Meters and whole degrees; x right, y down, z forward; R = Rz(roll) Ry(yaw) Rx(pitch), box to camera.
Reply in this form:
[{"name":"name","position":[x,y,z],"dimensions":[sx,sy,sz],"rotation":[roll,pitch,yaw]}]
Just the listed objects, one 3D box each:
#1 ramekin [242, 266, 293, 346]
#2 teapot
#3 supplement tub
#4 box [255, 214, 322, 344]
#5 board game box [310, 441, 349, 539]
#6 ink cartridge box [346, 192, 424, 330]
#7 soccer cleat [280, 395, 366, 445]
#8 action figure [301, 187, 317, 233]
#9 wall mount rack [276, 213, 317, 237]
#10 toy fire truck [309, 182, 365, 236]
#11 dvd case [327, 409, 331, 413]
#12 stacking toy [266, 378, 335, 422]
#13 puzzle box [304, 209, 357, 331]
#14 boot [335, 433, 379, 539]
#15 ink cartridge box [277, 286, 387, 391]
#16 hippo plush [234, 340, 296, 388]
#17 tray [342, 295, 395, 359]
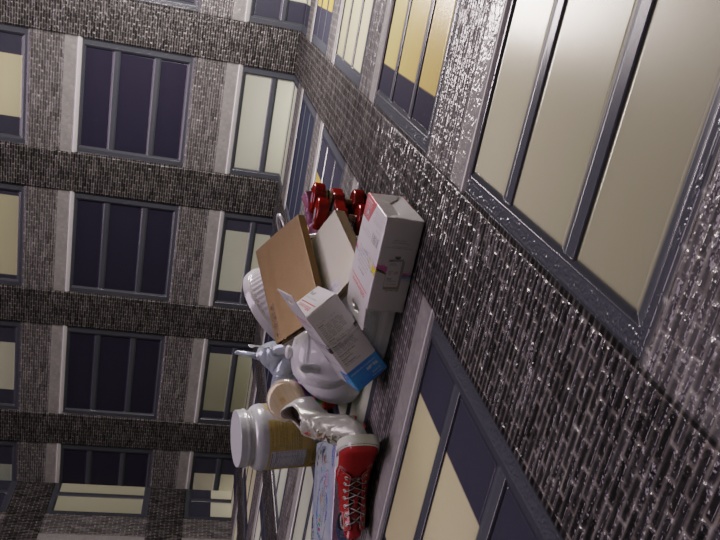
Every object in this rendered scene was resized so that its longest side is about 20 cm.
[{"name":"ramekin","position":[-0.156,0.061,1.643],"dimensions":[0.105,0.200,0.200],"rotation":[-34,32,15]},{"name":"teapot","position":[-0.074,0.167,1.449],"dimensions":[0.200,0.145,0.198],"rotation":[120,154,-58]},{"name":"supplement tub","position":[-0.176,0.364,1.634],"dimensions":[0.145,0.199,0.146],"rotation":[-179,90,-69]},{"name":"box","position":[-0.132,0.019,1.405],"dimensions":[0.163,0.021,0.201],"rotation":[-35,63,44]},{"name":"board game box","position":[-0.054,0.433,1.453],"dimensions":[0.199,0.043,0.201],"rotation":[129,145,-68]},{"name":"ink cartridge box","position":[0.036,-0.012,1.210],"dimensions":[0.117,0.067,0.201],"rotation":[-119,38,-60]},{"name":"soccer cleat","position":[-0.065,0.287,1.353],"dimensions":[0.200,0.077,0.070],"rotation":[18,116,45]},{"name":"action figure","position":[-0.099,-0.089,1.719],"dimensions":[0.149,0.133,0.201],"rotation":[114,161,-56]},{"name":"wall mount rack","position":[-0.105,-0.020,1.472],"dimensions":[0.174,0.074,0.201],"rotation":[-153,49,-66]},{"name":"toy fire truck","position":[-0.056,-0.084,1.564],"dimensions":[0.200,0.112,0.169],"rotation":[-105,26,-62]},{"name":"dvd case","position":[-0.085,0.259,1.742],"dimensions":[0.200,0.016,0.149],"rotation":[-103,22,-56]},{"name":"stacking toy","position":[-0.110,0.264,1.540],"dimensions":[0.200,0.085,0.086],"rotation":[12,-97,-65]},{"name":"puzzle box","position":[-0.067,0.003,1.367],"dimensions":[0.200,0.025,0.133],"rotation":[-48,54,37]},{"name":"boot","position":[-0.006,0.360,1.227],"dimensions":[0.200,0.072,0.145],"rotation":[101,169,-57]},{"name":"ink cartridge box","position":[-0.050,0.097,1.259],"dimensions":[0.200,0.068,0.116],"rotation":[56,167,-15]},{"name":"hippo plush","position":[-0.177,0.248,1.856],"dimensions":[0.159,0.199,0.162],"rotation":[-27,74,48]},{"name":"tray","position":[-0.003,0.070,1.321],"dimensions":[0.200,0.022,0.108],"rotation":[35,118,56]}]
